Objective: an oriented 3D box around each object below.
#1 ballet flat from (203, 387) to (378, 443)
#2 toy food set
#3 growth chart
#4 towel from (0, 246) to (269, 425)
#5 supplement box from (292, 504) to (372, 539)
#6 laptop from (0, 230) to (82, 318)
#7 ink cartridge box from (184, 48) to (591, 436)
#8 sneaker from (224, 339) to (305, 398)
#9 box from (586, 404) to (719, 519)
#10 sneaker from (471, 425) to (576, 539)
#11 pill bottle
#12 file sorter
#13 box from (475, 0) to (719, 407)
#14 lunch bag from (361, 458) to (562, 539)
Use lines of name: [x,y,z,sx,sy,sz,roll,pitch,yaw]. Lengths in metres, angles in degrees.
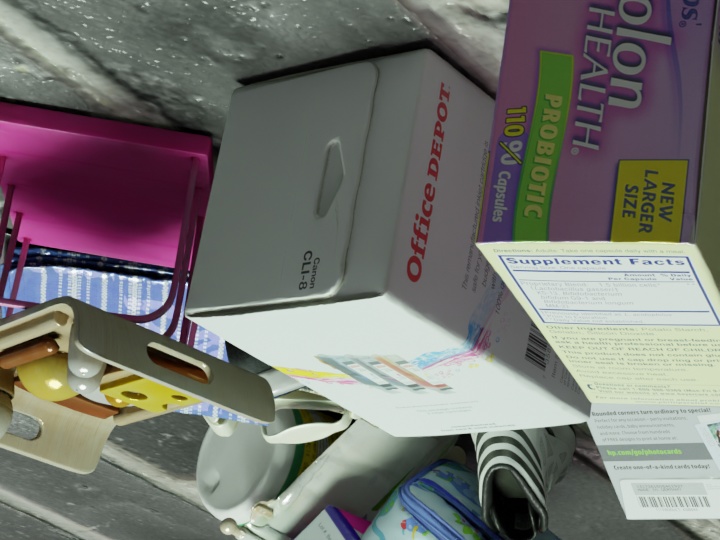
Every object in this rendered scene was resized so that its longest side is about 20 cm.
ballet flat: [-0.072,0.091,1.570,0.199,0.076,0.068,3,161,17]
toy food set: [-0.164,0.080,1.254,0.143,0.061,0.199,25,153,-35]
growth chart: [0.001,0.165,1.639,0.145,0.200,0.018,45,-176,-47]
towel: [-0.157,0.051,1.490,0.199,0.024,0.145,8,134,-1]
supplement box: [0.015,0.273,1.661,0.103,0.101,0.200,-45,146,11]
laptop: [-0.244,0.020,1.558,0.176,0.104,0.200,19,-177,-20]
ink cartridge box: [0.027,-0.009,1.170,0.144,0.146,0.200,-7,153,37]
sneaker: [0.000,0.000,1.316,0.199,0.113,0.073,-20,177,-23]
box: [0.205,0.064,1.286,0.155,0.041,0.201,-6,122,35]
sneaker: [0.117,0.158,1.593,0.075,0.116,0.201,-3,156,16]
pill bottle: [-0.027,0.180,1.727,0.199,0.113,0.112,26,154,-37]
file sorter: [-0.169,0.001,1.313,0.138,0.126,0.200,9,159,1]
box: [0.136,-0.052,0.967,0.096,0.177,0.200,1,158,21]
lunch bag: [0.105,0.235,1.591,0.200,0.083,0.161,40,-163,15]
